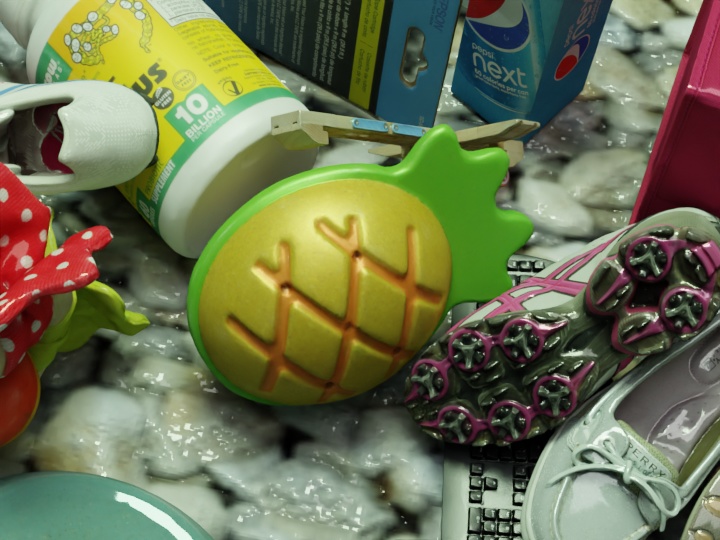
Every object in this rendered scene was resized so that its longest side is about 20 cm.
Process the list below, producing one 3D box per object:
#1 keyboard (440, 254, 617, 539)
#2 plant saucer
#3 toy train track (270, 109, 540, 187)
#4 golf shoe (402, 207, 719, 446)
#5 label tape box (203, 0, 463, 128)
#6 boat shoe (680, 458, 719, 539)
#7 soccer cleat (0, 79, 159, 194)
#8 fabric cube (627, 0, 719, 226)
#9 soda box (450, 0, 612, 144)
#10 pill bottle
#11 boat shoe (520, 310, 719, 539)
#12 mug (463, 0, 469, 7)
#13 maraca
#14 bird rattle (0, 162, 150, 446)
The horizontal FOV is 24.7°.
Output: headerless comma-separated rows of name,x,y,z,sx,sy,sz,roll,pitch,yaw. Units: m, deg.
keyboard,0.100,0.073,0.923,0.103,0.040,0.202,5,60,-2
plant saucer,-0.137,0.167,0.804,0.198,0.036,0.201,14,39,-12
toy train track,0.027,-0.066,0.945,0.199,0.114,0.033,3,82,-48
golf shoe,0.115,0.033,0.895,0.199,0.092,0.073,-29,95,22
label tape box,-0.018,-0.184,1.005,0.199,0.145,0.063,31,59,12
boat shoe,0.229,0.113,0.894,0.075,0.072,0.200,38,73,6
soccer cleat,-0.202,-0.073,0.908,0.198,0.086,0.071,-5,94,35
fabric cube,0.279,-0.086,0.941,0.197,0.201,0.198,20,60,7
soda box,0.109,-0.167,0.973,0.064,0.201,0.068,40,63,18
pill bottle,-0.126,-0.113,0.970,0.112,0.113,0.200,-34,68,-23
boat shoe,0.162,0.082,0.877,0.202,0.065,0.074,-42,85,-21
mug,0.057,-0.260,1.071,0.200,0.147,0.176,46,67,-13
maraca,0.000,0.000,0.902,0.198,0.138,0.107,-27,33,-4
bird rattle,-0.177,0.042,0.837,0.112,0.200,0.164,29,88,-7
